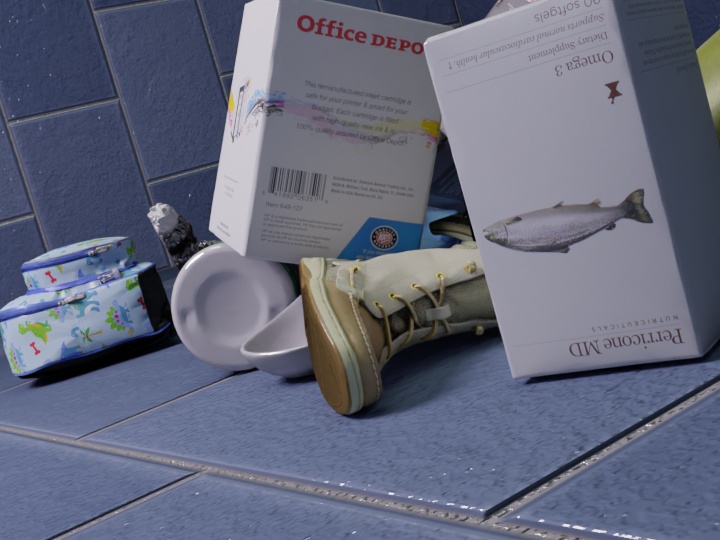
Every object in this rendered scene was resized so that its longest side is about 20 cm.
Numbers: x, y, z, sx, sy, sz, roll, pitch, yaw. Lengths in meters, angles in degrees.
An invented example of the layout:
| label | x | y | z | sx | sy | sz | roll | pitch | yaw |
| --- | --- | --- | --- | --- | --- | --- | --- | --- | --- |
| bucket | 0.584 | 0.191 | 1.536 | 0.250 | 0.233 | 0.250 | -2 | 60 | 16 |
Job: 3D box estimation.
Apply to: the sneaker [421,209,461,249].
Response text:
| label | x | y | z | sx | sy | sz | roll | pitch | yaw |
| --- | --- | --- | --- | --- | --- | --- | --- | --- | --- |
| sneaker | 0.024 | -0.051 | 1.212 | 0.199 | 0.090 | 0.079 | -4 | 42 | -4 |

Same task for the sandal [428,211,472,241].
| label | x | y | z | sx | sy | sz | roll | pitch | yaw |
| --- | --- | --- | --- | --- | --- | --- | --- | --- | --- |
| sandal | 0.137 | -0.025 | 1.066 | 0.079 | 0.058 | 0.201 | -16 | 20 | -25 |

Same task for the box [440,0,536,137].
| label | x | y | z | sx | sy | sz | roll | pitch | yaw |
| --- | --- | --- | --- | --- | --- | --- | --- | --- | --- |
| box | 0.180 | -0.169 | 0.984 | 0.050 | 0.200 | 0.199 | 6 | -54 | -50 |

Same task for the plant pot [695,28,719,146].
| label | x | y | z | sx | sy | sz | roll | pitch | yaw |
| --- | --- | --- | --- | --- | --- | --- | --- | --- | --- |
| plant pot | 0.264 | -0.078 | 0.719 | 0.200 | 0.188 | 0.187 | -31 | -4 | 36 |

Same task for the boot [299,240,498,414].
| label | x | y | z | sx | sy | sz | roll | pitch | yaw |
| --- | --- | --- | --- | --- | --- | --- | --- | --- | --- |
| boot | 0.039 | 0.029 | 0.716 | 0.154 | 0.072 | 0.200 | -6 | 18 | -5 |

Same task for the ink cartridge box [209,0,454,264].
| label | x | y | z | sx | sy | sz | roll | pitch | yaw |
| --- | --- | --- | --- | --- | --- | --- | --- | --- | --- |
| ink cartridge box | -0.028 | -0.111 | 0.858 | 0.146 | 0.201 | 0.145 | 8 | 8 | -20 |

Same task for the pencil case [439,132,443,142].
| label | x | y | z | sx | sy | sz | roll | pitch | yaw |
| --- | --- | --- | --- | --- | --- | --- | --- | --- | --- |
| pencil case | 0.006 | -0.106 | 1.079 | 0.200 | 0.085 | 0.084 | -52 | 12 | -29 |

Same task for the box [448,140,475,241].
| label | x | y | z | sx | sy | sz | roll | pitch | yaw |
| --- | --- | --- | --- | --- | --- | --- | --- | --- | --- |
| box | 0.119 | -0.083 | 0.900 | 0.075 | 0.201 | 0.100 | -13 | 6 | 5 |

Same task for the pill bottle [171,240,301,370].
| label | x | y | z | sx | sy | sz | roll | pitch | yaw |
| --- | --- | --- | --- | --- | --- | --- | --- | --- | --- |
| pill bottle | -0.099 | 0.018 | 0.989 | 0.113 | 0.114 | 0.200 | -15 | 6 | 8 |

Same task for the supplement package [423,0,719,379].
| label | x | y | z | sx | sy | sz | roll | pitch | yaw |
| --- | --- | --- | --- | --- | --- | --- | --- | --- | --- |
| supplement package | 0.134 | -0.055 | 0.600 | 0.116 | 0.201 | 0.117 | -12 | 7 | 35 |

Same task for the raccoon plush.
| label | x | y | z | sx | sy | sz | roll | pitch | yaw |
| --- | --- | --- | --- | --- | --- | --- | --- | --- | --- |
| raccoon plush | -0.124 | -0.012 | 1.119 | 0.134 | 0.097 | 0.200 | -30 | -36 | -7 |

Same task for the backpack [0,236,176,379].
| label | x | y | z | sx | sy | sz | roll | pitch | yaw |
| --- | --- | --- | --- | --- | --- | --- | --- | --- | --- |
| backpack | -0.342 | 0.042 | 1.281 | 0.199 | 0.148 | 0.183 | -20 | 4 | -12 |

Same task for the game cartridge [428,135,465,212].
| label | x | y | z | sx | sy | sz | roll | pitch | yaw |
| --- | --- | --- | --- | --- | --- | --- | --- | --- | --- |
| game cartridge | 0.135 | -0.120 | 1.174 | 0.133 | 0.041 | 0.200 | 14 | -24 | -18 |

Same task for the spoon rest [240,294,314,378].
| label | x | y | z | sx | sy | sz | roll | pitch | yaw |
| --- | --- | --- | --- | --- | --- | --- | --- | --- | --- |
| spoon rest | -0.029 | 0.039 | 0.863 | 0.099 | 0.061 | 0.200 | -12 | 7 | 22 |
